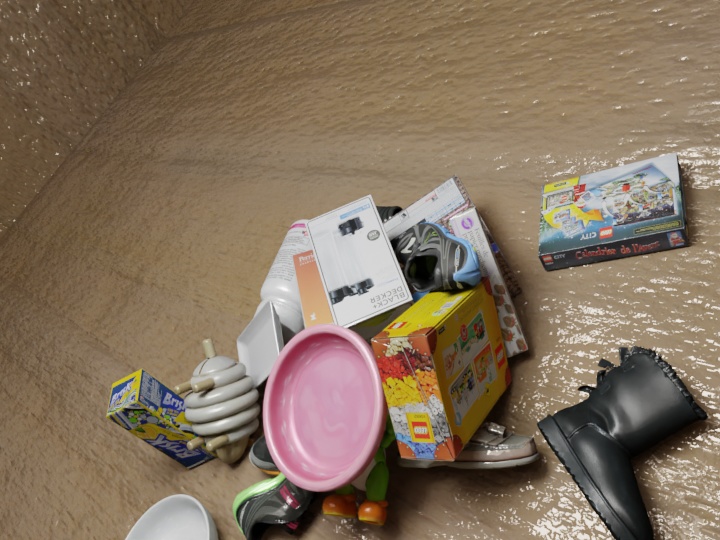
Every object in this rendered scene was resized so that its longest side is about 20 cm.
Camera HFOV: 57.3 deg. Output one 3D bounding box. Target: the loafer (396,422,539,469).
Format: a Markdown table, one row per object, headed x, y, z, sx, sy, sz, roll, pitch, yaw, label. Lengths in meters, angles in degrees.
| x | y | z | sx | sy | sz | roll | pitch | yaw | label |
| --- | --- | --- | --- | --- | --- | --- | --- | --- | --- |
| 0.126 | 0.214 | 0.834 | 0.196 | 0.071 | 0.065 | -13 | 82 | 35 | loafer |

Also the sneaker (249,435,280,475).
| x | y | z | sx | sy | sz | roll | pitch | yaw | label |
| --- | --- | --- | --- | --- | --- | --- | --- | --- | --- |
| -0.091 | 0.242 | 0.993 | 0.196 | 0.078 | 0.079 | -26 | 34 | 18 | sneaker |

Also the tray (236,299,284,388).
| x | y | z | sx | sy | sz | roll | pitch | yaw | label |
| --- | --- | --- | --- | --- | --- | --- | --- | --- | --- |
| -0.167 | 0.135 | 1.111 | 0.200 | 0.022 | 0.111 | -44 | 52 | 54 | tray |

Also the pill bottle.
| x | y | z | sx | sy | sz | roll | pitch | yaw | label |
| --- | --- | --- | --- | --- | --- | --- | --- | --- | --- |
| -0.112 | 0.022 | 1.183 | 0.111 | 0.114 | 0.204 | -2 | 54 | 38 | pill bottle |

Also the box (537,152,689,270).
| x | y | z | sx | sy | sz | roll | pitch | yaw | label |
| --- | --- | --- | --- | --- | --- | --- | --- | --- | --- |
| 0.355 | -0.082 | 0.941 | 0.195 | 0.038 | 0.140 | -12 | 49 | 33 | box |

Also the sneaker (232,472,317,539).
| x | y | z | sx | sy | sz | roll | pitch | yaw | label |
| --- | --- | --- | --- | --- | --- | --- | --- | --- | --- |
| -0.092 | 0.326 | 0.943 | 0.197 | 0.076 | 0.085 | -34 | 57 | 15 | sneaker |

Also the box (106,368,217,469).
| x | y | z | sx | sy | sz | roll | pitch | yaw | label |
| --- | --- | --- | --- | --- | --- | --- | --- | --- | --- |
| -0.319 | 0.249 | 1.087 | 0.069 | 0.201 | 0.065 | -25 | 41 | 16 | box |

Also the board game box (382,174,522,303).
| x | y | z | sx | sy | sz | roll | pitch | yaw | label |
| --- | --- | --- | --- | --- | --- | --- | --- | --- | --- |
| 0.133 | -0.021 | 1.028 | 0.157 | 0.097 | 0.203 | -32 | 41 | 13 | board game box |

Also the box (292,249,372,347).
| x | y | z | sx | sy | sz | roll | pitch | yaw | label |
| --- | --- | --- | --- | --- | --- | --- | --- | --- | --- |
| -0.011 | 0.064 | 1.011 | 0.148 | 0.108 | 0.204 | -16 | 53 | 0 | box |

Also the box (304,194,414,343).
| x | y | z | sx | sy | sz | roll | pitch | yaw | label |
| --- | --- | --- | --- | --- | --- | --- | --- | --- | --- |
| 0.000 | 0.000 | 0.944 | 0.113 | 0.061 | 0.204 | -20 | 54 | 2 | box |

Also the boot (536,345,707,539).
| x | y | z | sx | sy | sz | roll | pitch | yaw | label |
| --- | --- | --- | --- | --- | --- | --- | --- | --- | --- |
| 0.303 | 0.190 | 0.723 | 0.160 | 0.074 | 0.200 | -35 | 39 | 5 | boot |

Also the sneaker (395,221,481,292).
| x | y | z | sx | sy | sz | roll | pitch | yaw | label |
| --- | --- | --- | --- | --- | --- | --- | --- | --- | --- |
| 0.088 | -0.017 | 0.888 | 0.080 | 0.073 | 0.199 | -15 | 16 | -15 | sneaker |

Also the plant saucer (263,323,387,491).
| x | y | z | sx | sy | sz | roll | pitch | yaw | label |
| --- | --- | --- | --- | --- | --- | --- | --- | --- | --- |
| -0.041 | 0.174 | 0.845 | 0.196 | 0.050 | 0.207 | -11 | 72 | 35 | plant saucer |

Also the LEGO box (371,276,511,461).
| x | y | z | sx | sy | sz | roll | pitch | yaw | label |
| --- | --- | --- | --- | --- | --- | --- | --- | --- | --- |
| 0.108 | 0.114 | 0.819 | 0.075 | 0.154 | 0.199 | -7 | 14 | 34 | LEGO box |

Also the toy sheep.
| x | y | z | sx | sy | sz | roll | pitch | yaw | label |
| --- | --- | --- | --- | --- | --- | --- | --- | --- | --- |
| -0.229 | 0.213 | 1.078 | 0.133 | 0.207 | 0.138 | -10 | 4 | 1 | toy sheep |

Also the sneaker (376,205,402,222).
| x | y | z | sx | sy | sz | roll | pitch | yaw | label |
| --- | --- | --- | --- | --- | --- | --- | --- | --- | --- |
| 0.021 | -0.041 | 1.159 | 0.097 | 0.071 | 0.204 | -8 | 47 | 41 | sneaker |

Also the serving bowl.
| x | y | z | sx | sy | sz | roll | pitch | yaw | label |
| --- | --- | --- | --- | --- | --- | --- | --- | --- | --- |
| -0.283 | 0.448 | 0.987 | 0.196 | 0.066 | 0.204 | -23 | 44 | 23 | serving bowl |

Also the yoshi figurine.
| x | y | z | sx | sy | sz | roll | pitch | yaw | label |
| --- | --- | --- | --- | --- | --- | --- | --- | --- | --- |
| 0.003 | 0.220 | 0.872 | 0.112 | 0.109 | 0.206 | 140 | 145 | -62 | yoshi figurine |

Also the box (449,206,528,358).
| x | y | z | sx | sy | sz | roll | pitch | yaw | label |
| --- | --- | --- | --- | --- | --- | --- | --- | --- | --- |
| 0.175 | 0.016 | 0.896 | 0.038 | 0.205 | 0.041 | -21 | 5 | 14 | box |
